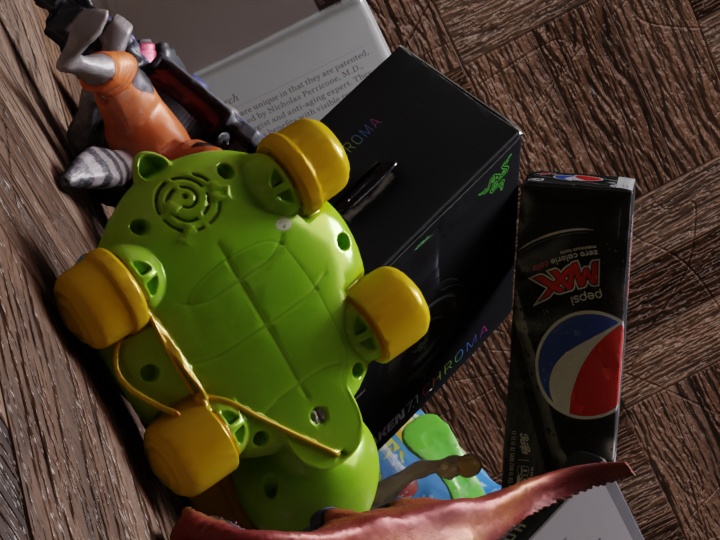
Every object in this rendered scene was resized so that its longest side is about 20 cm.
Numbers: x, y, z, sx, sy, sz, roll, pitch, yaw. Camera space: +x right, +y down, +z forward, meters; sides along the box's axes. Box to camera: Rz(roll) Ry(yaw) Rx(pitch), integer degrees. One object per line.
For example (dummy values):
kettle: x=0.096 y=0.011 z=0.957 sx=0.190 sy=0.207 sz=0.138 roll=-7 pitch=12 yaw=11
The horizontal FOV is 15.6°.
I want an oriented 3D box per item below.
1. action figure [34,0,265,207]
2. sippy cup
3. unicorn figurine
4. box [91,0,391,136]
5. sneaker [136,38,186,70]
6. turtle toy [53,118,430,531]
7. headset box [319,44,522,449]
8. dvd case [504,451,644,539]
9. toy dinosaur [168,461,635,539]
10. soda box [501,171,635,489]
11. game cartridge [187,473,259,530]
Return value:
action figure: x=-0.141 y=-0.086 z=1.442 sx=0.200 sy=0.105 sz=0.193 roll=38 pitch=-7 yaw=1
sippy cup: x=0.026 y=0.158 z=1.826 sx=0.130 sy=0.178 sz=0.140 roll=52 pitch=27 yaw=13
unicorn figurine: x=0.009 y=0.156 z=1.483 sx=0.200 sy=0.137 sz=0.074 roll=-23 pitch=95 yaw=-75
box: x=-0.083 y=-0.149 z=1.938 sx=0.199 sy=0.199 sz=0.131 roll=-115 pitch=179 yaw=-58
sneaker: x=-0.125 y=-0.074 z=1.681 sx=0.200 sy=0.080 sz=0.075 roll=43 pitch=33 yaw=-64
turtle toy: x=-0.051 y=0.035 z=1.164 sx=0.200 sy=0.146 sz=0.101 roll=61 pitch=-20 yaw=-12
headset box: x=0.000 y=0.000 z=1.445 sx=0.093 sy=0.174 sz=0.200 roll=37 pitch=-25 yaw=21
dvd case: x=0.074 y=0.206 z=1.256 sx=0.025 sy=0.200 sz=0.151 roll=16 pitch=-38 yaw=48
toy dinosaur: x=0.001 y=0.113 z=1.132 sx=0.105 sy=0.200 sz=0.182 roll=30 pitch=-10 yaw=34
soda box: x=0.116 y=0.048 z=1.472 sx=0.071 sy=0.063 sz=0.201 roll=-48 pitch=142 yaw=-79
game cartridge: x=-0.063 y=0.102 z=1.316 sx=0.177 sy=0.032 sz=0.200 roll=63 pitch=0 yaw=27
